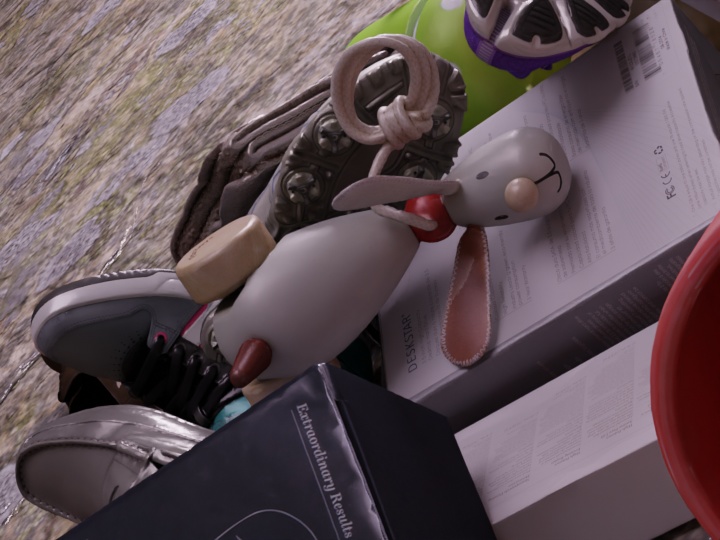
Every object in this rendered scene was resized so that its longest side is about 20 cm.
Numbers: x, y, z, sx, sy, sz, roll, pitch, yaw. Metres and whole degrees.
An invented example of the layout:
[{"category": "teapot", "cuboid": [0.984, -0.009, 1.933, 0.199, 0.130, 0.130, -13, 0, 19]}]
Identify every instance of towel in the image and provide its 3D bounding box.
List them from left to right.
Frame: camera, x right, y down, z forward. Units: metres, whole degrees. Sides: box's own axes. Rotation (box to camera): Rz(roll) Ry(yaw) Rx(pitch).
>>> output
[{"category": "towel", "cuboid": [-0.040, -0.060, 1.052, 0.132, 0.035, 0.200, -32, -7, -19]}]

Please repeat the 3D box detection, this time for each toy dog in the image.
[{"category": "toy dog", "cuboid": [0.000, 0.000, 0.849, 0.200, 0.132, 0.096, -49, 12, 19]}]

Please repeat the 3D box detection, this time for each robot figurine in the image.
[{"category": "robot figurine", "cuboid": [0.059, -0.117, 1.136, 0.200, 0.115, 0.177, -19, 69, 59]}]

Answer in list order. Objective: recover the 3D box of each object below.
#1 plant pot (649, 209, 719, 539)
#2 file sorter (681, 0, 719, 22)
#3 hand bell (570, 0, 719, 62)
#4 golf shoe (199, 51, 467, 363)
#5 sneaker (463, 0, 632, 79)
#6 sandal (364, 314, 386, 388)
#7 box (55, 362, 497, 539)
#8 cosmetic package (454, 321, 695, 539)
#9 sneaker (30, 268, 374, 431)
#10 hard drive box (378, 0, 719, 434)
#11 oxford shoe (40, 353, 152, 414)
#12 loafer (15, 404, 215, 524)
[{"category": "plant pot", "cuboid": [0.213, 0.001, 0.619, 0.200, 0.201, 0.178, -28, 17, 33]}, {"category": "file sorter", "cuboid": [0.211, -0.212, 0.910, 0.139, 0.199, 0.125, -60, -1, -35]}, {"category": "hand bell", "cuboid": [0.128, -0.066, 1.020, 0.104, 0.104, 0.201, -5, 57, 57]}, {"category": "golf shoe", "cuboid": [-0.022, -0.043, 0.942, 0.200, 0.078, 0.097, -51, 24, 20]}, {"category": "sneaker", "cuboid": [0.094, -0.129, 0.937, 0.084, 0.080, 0.200, -62, -7, 24]}, {"category": "sandal", "cuboid": [0.016, 0.021, 1.020, 0.054, 0.082, 0.201, -19, 42, 16]}, {"category": "box", "cuboid": [-0.040, 0.160, 0.766, 0.199, 0.107, 0.149, -34, 58, 21]}, {"category": "cosmetic package", "cuboid": [0.102, 0.087, 0.808, 0.199, 0.051, 0.083, -32, 23, 28]}, {"category": "sneaker", "cuboid": [-0.081, 0.074, 1.000, 0.084, 0.198, 0.121, 116, 154, -43]}, {"category": "hard drive box", "cuboid": [0.105, -0.014, 0.900, 0.199, 0.077, 0.157, -32, 40, 25]}, {"category": "oxford shoe", "cuboid": [-0.195, 0.070, 1.312, 0.085, 0.073, 0.200, -53, 24, -18]}, {"category": "loafer", "cuboid": [-0.102, 0.114, 0.939, 0.199, 0.070, 0.070, 1, 24, 29]}]
